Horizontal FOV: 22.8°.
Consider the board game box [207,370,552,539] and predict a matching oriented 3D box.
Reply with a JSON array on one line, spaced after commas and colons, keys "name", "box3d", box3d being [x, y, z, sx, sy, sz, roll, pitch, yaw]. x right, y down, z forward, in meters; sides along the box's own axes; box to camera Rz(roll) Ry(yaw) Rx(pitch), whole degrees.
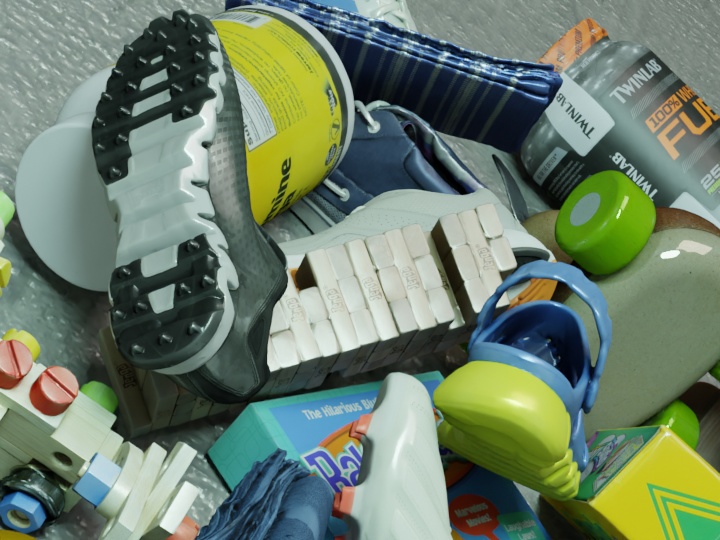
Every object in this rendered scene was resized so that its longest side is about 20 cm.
[{"name": "board game box", "box3d": [0.034, 0.147, 0.879, 0.152, 0.045, 0.201, -6, 55, -50]}]

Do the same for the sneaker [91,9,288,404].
[{"name": "sneaker", "box3d": [-0.073, -0.024, 0.804, 0.091, 0.066, 0.201, 52, 25, -50]}]

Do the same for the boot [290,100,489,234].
[{"name": "boot", "box3d": [-0.014, -0.079, 1.055, 0.200, 0.090, 0.073, 43, 32, 3]}]

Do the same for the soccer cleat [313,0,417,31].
[{"name": "soccer cleat", "box3d": [-0.001, -0.188, 1.204, 0.200, 0.086, 0.070, 50, 33, 13]}]

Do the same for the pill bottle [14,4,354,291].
[{"name": "pill bottle", "box3d": [-0.090, -0.063, 0.936, 0.112, 0.113, 0.200, 44, 32, 4]}]

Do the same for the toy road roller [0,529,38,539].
[{"name": "toy road roller", "box3d": [-0.167, 0.116, 0.605, 0.122, 0.146, 0.201, 11, 43, -40]}]

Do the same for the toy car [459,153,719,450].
[{"name": "toy car", "box3d": [0.143, -0.001, 1.093, 0.164, 0.158, 0.200, 37, 19, -27]}]

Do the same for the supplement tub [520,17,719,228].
[{"name": "supplement tub", "box3d": [0.197, -0.073, 1.245, 0.200, 0.123, 0.122, 45, 32, 6]}]

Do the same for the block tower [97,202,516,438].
[{"name": "block tower", "box3d": [-0.022, 0.023, 0.861, 0.199, 0.058, 0.054, -16, 73, -17]}]

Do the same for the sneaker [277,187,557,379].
[{"name": "sneaker", "box3d": [0.000, 0.000, 0.964, 0.198, 0.076, 0.092, -6, 36, -17]}]

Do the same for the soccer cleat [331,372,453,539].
[{"name": "soccer cleat", "box3d": [0.024, 0.146, 0.768, 0.077, 0.069, 0.202, 5, 81, -3]}]

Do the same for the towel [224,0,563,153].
[{"name": "towel", "box3d": [0.015, -0.122, 1.070, 0.199, 0.145, 0.024, 18, 79, -1]}]

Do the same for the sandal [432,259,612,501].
[{"name": "sandal", "box3d": [0.083, 0.054, 0.846, 0.079, 0.088, 0.200, 23, -13, 6]}]

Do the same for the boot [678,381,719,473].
[{"name": "boot", "box3d": [0.273, 0.152, 1.072, 0.155, 0.077, 0.200, 37, 2, -19]}]

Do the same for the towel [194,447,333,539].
[{"name": "towel", "box3d": [-0.050, 0.141, 0.688, 0.048, 0.113, 0.200, 15, 6, 2]}]

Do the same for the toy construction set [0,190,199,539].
[{"name": "toy construction set", "box3d": [-0.142, 0.044, 0.731, 0.200, 0.131, 0.092, 46, 44, 2]}]

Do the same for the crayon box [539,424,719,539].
[{"name": "crayon box", "box3d": [0.182, 0.158, 0.918, 0.172, 0.058, 0.200, 42, -5, 3]}]
